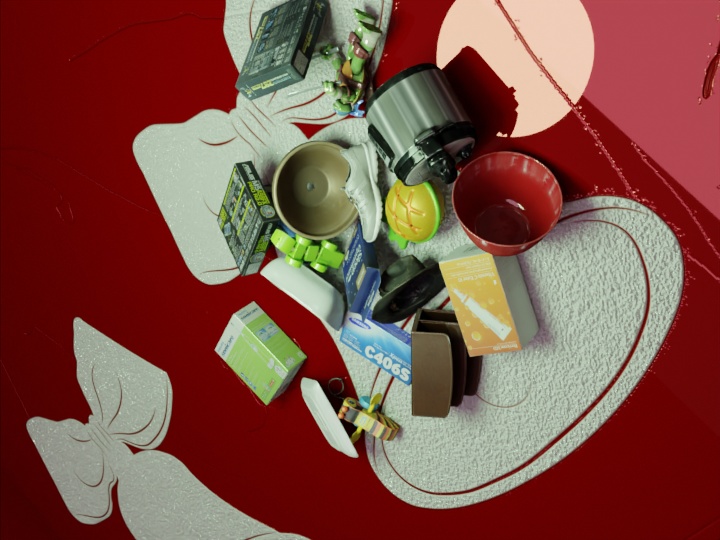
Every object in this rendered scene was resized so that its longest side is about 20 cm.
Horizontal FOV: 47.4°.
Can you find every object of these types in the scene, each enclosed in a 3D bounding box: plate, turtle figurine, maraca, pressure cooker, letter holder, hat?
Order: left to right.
[{"bbox_3d":[-0.083,0.353,1.956,0.203,0.032,0.200,62,166,-3],"label":"plate"},{"bbox_3d":[-0.049,-0.405,1.585,0.198,0.144,0.196,32,119,5],"label":"turtle figurine"},{"bbox_3d":[0.093,0.023,1.678,0.201,0.197,0.082,-51,58,38],"label":"hat"},{"bbox_3d":[0.098,-0.117,1.643,0.199,0.105,0.140,-32,79,58],"label":"maraca"},{"bbox_3d":[0.118,-0.251,1.499,0.203,0.173,0.179,61,143,11],"label":"pressure cooker"},{"bbox_3d":[0.179,0.196,1.703,0.138,0.101,0.205,3,116,11],"label":"letter holder"}]

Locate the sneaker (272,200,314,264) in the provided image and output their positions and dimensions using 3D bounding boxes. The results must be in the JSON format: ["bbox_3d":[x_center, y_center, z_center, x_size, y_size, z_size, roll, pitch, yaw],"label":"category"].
[{"bbox_3d":[-0.137,-0.090,1.809,0.077,0.066,0.202,23,149,32],"label":"sneaker"}]

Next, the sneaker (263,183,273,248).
[{"bbox_3d":[-0.212,-0.121,1.864,0.200,0.076,0.150,-8,95,47],"label":"sneaker"}]

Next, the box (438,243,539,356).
[{"bbox_3d":[0.253,0.051,1.610,0.122,0.097,0.204,-12,104,38],"label":"box"}]

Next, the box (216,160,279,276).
[{"bbox_3d":[-0.248,-0.111,1.792,0.162,0.043,0.201,62,146,25],"label":"box"}]

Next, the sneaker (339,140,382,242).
[{"bbox_3d":[-0.001,-0.159,1.688,0.080,0.075,0.206,-7,94,-7],"label":"sneaker"}]

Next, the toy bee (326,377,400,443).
[{"bbox_3d":[-0.009,0.340,1.907,0.195,0.108,0.135,11,98,18],"label":"toy bee"}]

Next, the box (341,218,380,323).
[{"bbox_3d":[0.000,0.000,1.720,0.032,0.202,0.123,10,127,-17],"label":"box"}]

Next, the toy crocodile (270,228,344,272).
[{"bbox_3d":[-0.111,-0.043,1.771,0.061,0.197,0.069,36,107,41],"label":"toy crocodile"}]

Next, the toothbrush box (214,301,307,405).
[{"bbox_3d":[-0.250,0.206,2.043,0.199,0.086,0.147,42,129,11],"label":"toothbrush box"}]

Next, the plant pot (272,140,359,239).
[{"bbox_3d":[-0.095,-0.172,1.731,0.093,0.197,0.206,-150,43,-70],"label":"plant pot"}]

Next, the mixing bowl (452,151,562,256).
[{"bbox_3d":[0.263,-0.102,1.496,0.198,0.201,0.109,30,156,20],"label":"mixing bowl"}]

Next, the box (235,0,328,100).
[{"bbox_3d":[-0.155,-0.445,1.619,0.155,0.204,0.051,-10,144,38],"label":"box"}]

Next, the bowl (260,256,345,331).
[{"bbox_3d":[-0.116,0.044,1.831,0.198,0.200,0.075,35,86,14],"label":"bowl"}]

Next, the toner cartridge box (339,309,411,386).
[{"bbox_3d":[0.050,0.163,1.839,0.198,0.043,0.097,30,123,21],"label":"toner cartridge box"}]
